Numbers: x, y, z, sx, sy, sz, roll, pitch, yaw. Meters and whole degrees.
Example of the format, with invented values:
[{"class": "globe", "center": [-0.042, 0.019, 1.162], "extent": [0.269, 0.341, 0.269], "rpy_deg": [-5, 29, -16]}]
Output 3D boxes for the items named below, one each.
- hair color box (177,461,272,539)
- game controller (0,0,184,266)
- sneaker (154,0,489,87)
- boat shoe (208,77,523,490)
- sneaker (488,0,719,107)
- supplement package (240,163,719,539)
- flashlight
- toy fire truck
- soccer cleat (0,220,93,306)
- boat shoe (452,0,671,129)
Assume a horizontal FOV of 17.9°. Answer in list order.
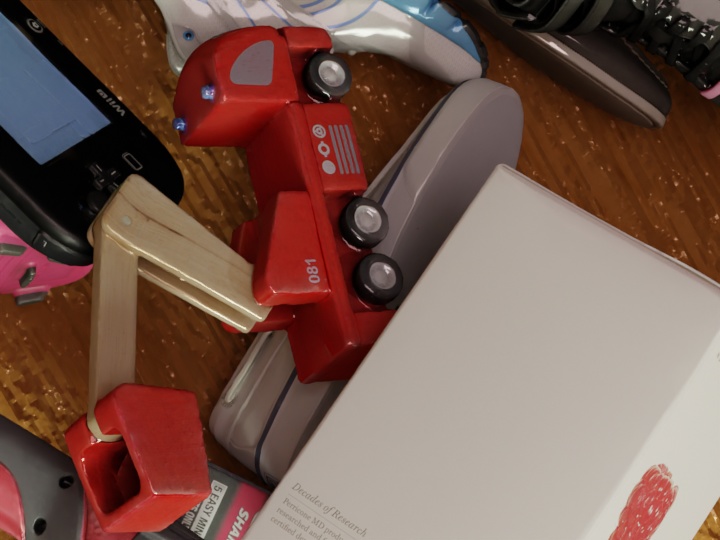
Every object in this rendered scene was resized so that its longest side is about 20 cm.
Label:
[{"class": "hair color box", "center": [-0.012, 0.165, 1.000], "extent": [0.199, 0.061, 0.100], "rpy_deg": [27, 83, -12]}, {"class": "game controller", "center": [-0.160, -0.085, 0.947], "extent": [0.200, 0.042, 0.104], "rpy_deg": [45, 38, 2]}, {"class": "sneaker", "center": [-0.041, -0.114, 1.003], "extent": [0.199, 0.075, 0.087], "rpy_deg": [25, 93, -6]}, {"class": "boat shoe", "center": [0.000, 0.000, 1.001], "extent": [0.065, 0.072, 0.201], "rpy_deg": [29, 94, 32]}, {"class": "sneaker", "center": [0.118, -0.107, 0.968], "extent": [0.099, 0.071, 0.200], "rpy_deg": [-37, 86, -35]}, {"class": "supplement package", "center": [0.059, 0.085, 0.904], "extent": [0.119, 0.121, 0.201], "rpy_deg": [31, 82, 27]}, {"class": "flashlight", "center": [-0.153, 0.093, 0.934], "extent": [0.199, 0.068, 0.068], "rpy_deg": [28, 115, 13]}, {"class": "toy fire truck", "center": [-0.057, -0.003, 0.908], "extent": [0.140, 0.049, 0.202], "rpy_deg": [-2, 69, -32]}, {"class": "soccer cleat", "center": [-0.206, -0.037, 0.957], "extent": [0.198, 0.070, 0.087], "rpy_deg": [4, 62, -22]}, {"class": "boat shoe", "center": [0.066, -0.138, 1.024], "extent": [0.199, 0.067, 0.057], "rpy_deg": [33, 86, -7]}]
